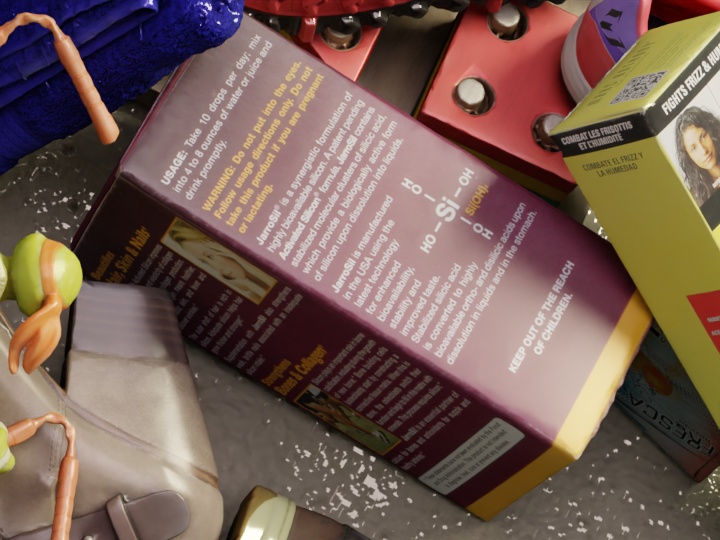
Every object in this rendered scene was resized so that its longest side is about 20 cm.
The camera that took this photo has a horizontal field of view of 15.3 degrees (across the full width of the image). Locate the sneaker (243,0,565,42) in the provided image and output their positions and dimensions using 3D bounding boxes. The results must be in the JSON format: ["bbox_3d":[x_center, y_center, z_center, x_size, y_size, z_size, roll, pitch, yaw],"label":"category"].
[{"bbox_3d":[0.009,-0.149,1.042,0.200,0.079,0.096,-4,56,-19],"label":"sneaker"}]

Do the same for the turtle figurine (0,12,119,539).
[{"bbox_3d":[-0.165,0.012,0.933,0.161,0.064,0.200,-1,98,1],"label":"turtle figurine"}]

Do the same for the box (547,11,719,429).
[{"bbox_3d":[0.150,0.008,0.994,0.075,0.050,0.200,-45,113,-37],"label":"box"}]

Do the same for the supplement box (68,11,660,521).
[{"bbox_3d":[0.000,0.000,1.023,0.200,0.110,0.086,32,66,-4],"label":"supplement box"}]

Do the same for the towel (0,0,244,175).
[{"bbox_3d":[-0.136,-0.115,1.004,0.050,0.200,0.148,8,63,-50],"label":"towel"}]

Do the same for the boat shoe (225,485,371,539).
[{"bbox_3d":[-0.038,0.176,0.977,0.065,0.073,0.200,15,68,-1],"label":"boat shoe"}]

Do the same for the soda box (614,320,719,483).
[{"bbox_3d":[0.185,-0.007,1.099,0.068,0.064,0.200,45,67,6],"label":"soda box"}]

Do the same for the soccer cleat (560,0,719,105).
[{"bbox_3d":[0.173,-0.049,1.036,0.200,0.073,0.068,32,66,-3],"label":"soccer cleat"}]

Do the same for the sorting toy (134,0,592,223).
[{"bbox_3d":[0.032,-0.126,1.105,0.199,0.070,0.200,26,67,-2],"label":"sorting toy"}]

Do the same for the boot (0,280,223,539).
[{"bbox_3d":[-0.150,0.075,0.997,0.200,0.070,0.146,3,81,3],"label":"boot"}]
